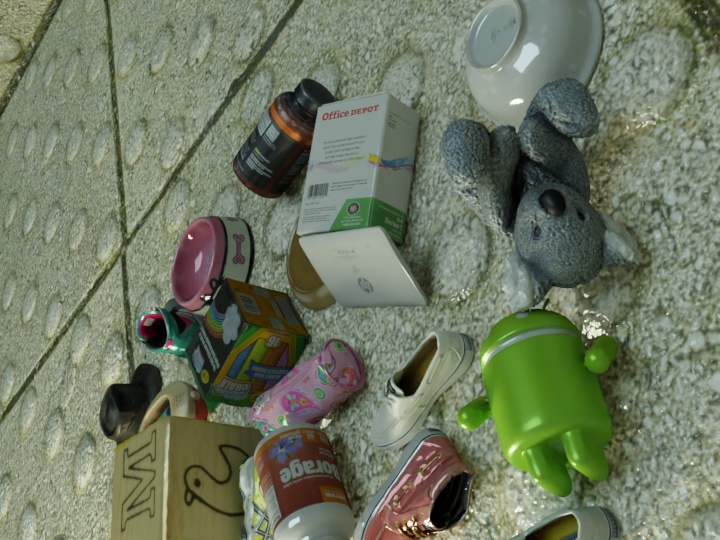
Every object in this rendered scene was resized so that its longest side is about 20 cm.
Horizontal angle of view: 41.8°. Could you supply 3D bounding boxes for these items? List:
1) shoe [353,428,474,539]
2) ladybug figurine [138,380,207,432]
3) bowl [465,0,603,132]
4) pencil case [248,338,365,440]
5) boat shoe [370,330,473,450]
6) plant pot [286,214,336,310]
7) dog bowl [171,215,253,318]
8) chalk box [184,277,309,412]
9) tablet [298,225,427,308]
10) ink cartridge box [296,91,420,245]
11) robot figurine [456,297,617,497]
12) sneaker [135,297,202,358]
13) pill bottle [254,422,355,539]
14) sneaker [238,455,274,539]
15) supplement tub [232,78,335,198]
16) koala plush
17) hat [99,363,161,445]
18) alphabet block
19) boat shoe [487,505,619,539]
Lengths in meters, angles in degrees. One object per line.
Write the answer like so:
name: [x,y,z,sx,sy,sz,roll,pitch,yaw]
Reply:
shoe: [0.063,0.295,1.131,0.202,0.071,0.091,-62,31,9]
ladybug figurine: [-0.332,0.277,1.686,0.200,0.071,0.137,-45,44,36]
bowl: [0.193,-0.277,1.167,0.200,0.090,0.203,-25,57,48]
pencil case: [-0.080,0.179,1.368,0.200,0.087,0.088,-39,47,38]
boat shoe: [0.060,0.151,1.195,0.200,0.069,0.071,-51,41,28]
plant pot: [-0.063,-0.039,1.481,0.199,0.027,0.202,-27,55,47]
dog bowl: [-0.278,-0.009,1.726,0.199,0.073,0.202,-26,56,46]
chalk box: [-0.192,0.136,1.508,0.201,0.123,0.125,-58,39,22]
tablet: [0.000,0.000,1.309,0.014,0.131,0.199,-44,22,-29]
ink cartridge box: [-0.002,-0.141,1.366,0.144,0.084,0.202,-2,73,42]
robot figurine: [0.191,0.128,0.983,0.174,0.115,0.202,-30,50,24]
sneaker: [-0.363,0.100,1.758,0.200,0.120,0.084,40,109,53]
pill bottle: [-0.071,0.317,1.275,0.112,0.111,0.201,-52,41,28]
sneaker: [-0.127,0.364,1.368,0.076,0.075,0.202,-18,71,20]
supplement tub: [-0.122,-0.221,1.569,0.200,0.106,0.108,-48,42,31]
koala plush: [0.201,-0.062,1.015,0.176,0.184,0.201,-23,59,-2]
hat: [-0.471,0.279,1.871,0.200,0.080,0.203,-27,55,47]
alphabet block: [-0.262,0.357,1.457,0.196,0.194,0.202,-30,54,42]
boat shoe: [0.167,0.300,0.972,0.202,0.085,0.075,-42,46,37]
